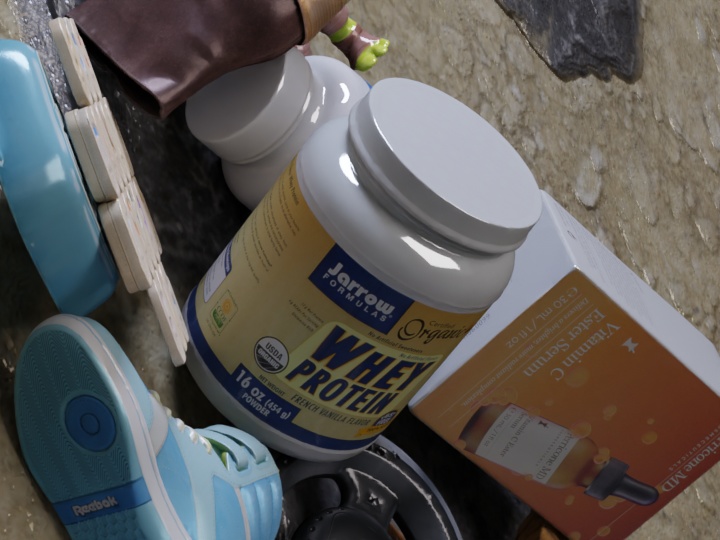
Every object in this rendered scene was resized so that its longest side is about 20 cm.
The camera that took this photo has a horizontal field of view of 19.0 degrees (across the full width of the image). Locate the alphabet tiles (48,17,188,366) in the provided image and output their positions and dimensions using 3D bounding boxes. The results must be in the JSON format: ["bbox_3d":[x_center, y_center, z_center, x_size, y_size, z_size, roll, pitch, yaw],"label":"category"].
[{"bbox_3d":[-0.135,-0.045,1.187,0.200,0.015,0.196,-115,-174,-83],"label":"alphabet tiles"}]

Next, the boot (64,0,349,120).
[{"bbox_3d":[-0.113,-0.197,1.309,0.166,0.072,0.200,-32,64,-20],"label":"boot"}]

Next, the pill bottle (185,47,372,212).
[{"bbox_3d":[-0.019,-0.068,1.386,0.200,0.112,0.112,37,45,-42],"label":"pill bottle"}]

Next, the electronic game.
[{"bbox_3d":[-0.010,0.183,1.297,0.200,0.042,0.200,20,55,-32],"label":"electronic game"}]

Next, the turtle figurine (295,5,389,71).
[{"bbox_3d":[-0.063,-0.182,1.428,0.161,0.064,0.200,54,54,-20],"label":"turtle figurine"}]

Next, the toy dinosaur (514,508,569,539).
[{"bbox_3d":[0.128,0.188,1.507,0.200,0.060,0.107,-77,159,-67],"label":"toy dinosaur"}]

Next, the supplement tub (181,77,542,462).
[{"bbox_3d":[0.000,0.000,1.260,0.144,0.200,0.145,28,30,-18],"label":"supplement tub"}]

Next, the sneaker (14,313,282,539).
[{"bbox_3d":[-0.111,0.097,1.184,0.131,0.079,0.200,-43,120,-54],"label":"sneaker"}]

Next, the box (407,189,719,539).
[{"bbox_3d":[0.143,0.073,1.470,0.200,0.152,0.106,39,17,-27],"label":"box"}]

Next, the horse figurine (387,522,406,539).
[{"bbox_3d":[0.049,0.242,1.379,0.132,0.050,0.200,36,43,-51],"label":"horse figurine"}]

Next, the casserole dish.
[{"bbox_3d":[-0.163,-0.047,1.120,0.200,0.039,0.121,81,-12,-69],"label":"casserole dish"}]
